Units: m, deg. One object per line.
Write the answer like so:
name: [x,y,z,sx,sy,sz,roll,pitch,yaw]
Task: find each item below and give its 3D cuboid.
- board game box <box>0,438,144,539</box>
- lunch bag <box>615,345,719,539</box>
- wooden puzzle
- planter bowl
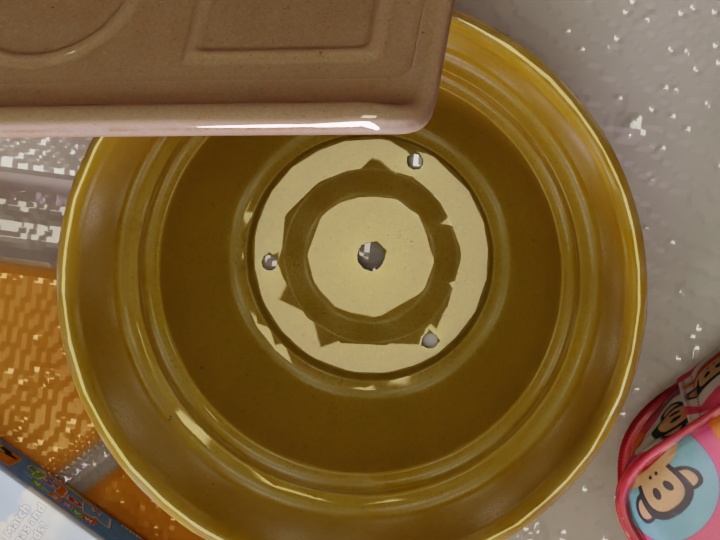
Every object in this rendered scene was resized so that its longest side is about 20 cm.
board game box: [-0.144,0.147,1.051,0.200,0.037,0.151,35,101,1]
lunch bag: [0.206,0.077,0.981,0.200,0.082,0.176,-39,94,10]
wooden puzzle: [-0.051,-0.110,0.934,0.185,0.200,0.046,0,141,16]
planter bowl: [0.000,0.000,0.989,0.200,0.083,0.201,1,99,6]
